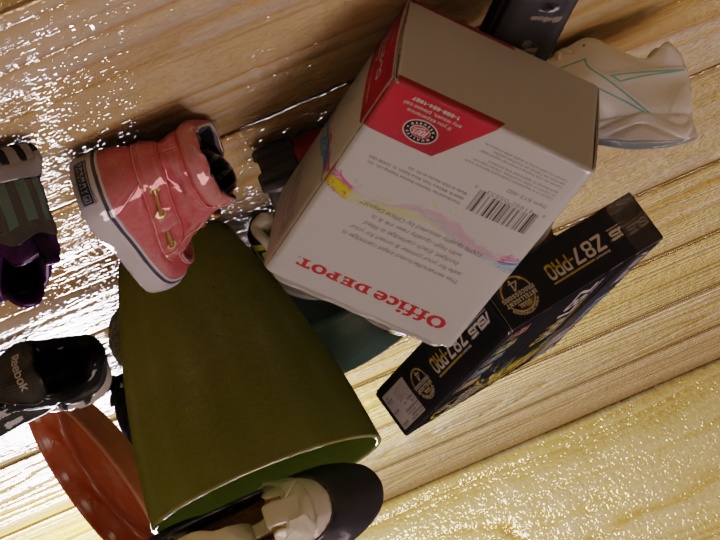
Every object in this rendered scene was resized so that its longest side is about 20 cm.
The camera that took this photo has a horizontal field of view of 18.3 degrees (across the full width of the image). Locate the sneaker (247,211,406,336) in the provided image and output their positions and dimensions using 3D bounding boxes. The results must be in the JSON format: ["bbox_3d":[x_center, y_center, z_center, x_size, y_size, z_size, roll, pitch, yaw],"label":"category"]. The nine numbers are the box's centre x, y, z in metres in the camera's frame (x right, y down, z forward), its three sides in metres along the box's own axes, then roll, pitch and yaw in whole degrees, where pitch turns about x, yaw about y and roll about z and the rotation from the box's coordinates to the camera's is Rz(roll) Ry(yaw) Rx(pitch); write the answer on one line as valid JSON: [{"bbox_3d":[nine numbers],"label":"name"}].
[{"bbox_3d":[0.000,0.000,1.706,0.199,0.076,0.076,9,166,25],"label":"sneaker"}]

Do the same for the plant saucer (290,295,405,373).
[{"bbox_3d":[-0.005,0.011,1.815,0.199,0.036,0.200,-30,-155,16],"label":"plant saucer"}]

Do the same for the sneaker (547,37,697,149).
[{"bbox_3d":[0.146,-0.128,1.640,0.199,0.081,0.070,-2,180,-4],"label":"sneaker"}]

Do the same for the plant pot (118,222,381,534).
[{"bbox_3d":[-0.107,0.073,1.702,0.186,0.201,0.187,-22,167,-5],"label":"plant pot"}]

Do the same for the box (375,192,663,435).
[{"bbox_3d":[0.114,0.035,1.647,0.161,0.049,0.200,-31,169,-33],"label":"box"}]

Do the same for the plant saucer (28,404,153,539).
[{"bbox_3d":[-0.222,0.182,1.963,0.032,0.201,0.200,-37,173,-22],"label":"plant saucer"}]

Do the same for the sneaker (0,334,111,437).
[{"bbox_3d":[-0.289,0.098,1.804,0.199,0.067,0.091,-22,165,-21],"label":"sneaker"}]

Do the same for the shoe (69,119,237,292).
[{"bbox_3d":[-0.122,-0.042,1.497,0.091,0.072,0.200,-18,163,6],"label":"shoe"}]

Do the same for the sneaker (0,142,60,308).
[{"bbox_3d":[-0.239,-0.003,1.420,0.074,0.088,0.200,-17,166,-25],"label":"sneaker"}]

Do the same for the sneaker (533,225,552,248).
[{"bbox_3d":[0.093,-0.058,1.668,0.200,0.075,0.089,-28,140,-50],"label":"sneaker"}]

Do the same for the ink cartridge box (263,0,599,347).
[{"bbox_3d":[0.044,-0.059,1.462,0.145,0.083,0.200,23,135,-14],"label":"ink cartridge box"}]

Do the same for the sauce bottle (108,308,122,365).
[{"bbox_3d":[-0.140,0.057,1.885,0.064,0.065,0.200,-27,166,19],"label":"sauce bottle"}]

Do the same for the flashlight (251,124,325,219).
[{"bbox_3d":[0.027,-0.088,1.568,0.199,0.068,0.068,-19,134,3],"label":"flashlight"}]

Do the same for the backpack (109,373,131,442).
[{"bbox_3d":[-0.132,0.175,2.010,0.150,0.201,0.178,-17,-172,-10],"label":"backpack"}]

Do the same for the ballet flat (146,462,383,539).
[{"bbox_3d":[-0.078,0.194,1.639,0.199,0.073,0.073,-21,167,3],"label":"ballet flat"}]

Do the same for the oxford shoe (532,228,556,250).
[{"bbox_3d":[0.113,-0.020,1.781,0.072,0.085,0.200,-31,-177,12],"label":"oxford shoe"}]

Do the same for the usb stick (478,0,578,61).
[{"bbox_3d":[0.091,-0.129,1.472,0.055,0.033,0.200,5,138,-20],"label":"usb stick"}]
